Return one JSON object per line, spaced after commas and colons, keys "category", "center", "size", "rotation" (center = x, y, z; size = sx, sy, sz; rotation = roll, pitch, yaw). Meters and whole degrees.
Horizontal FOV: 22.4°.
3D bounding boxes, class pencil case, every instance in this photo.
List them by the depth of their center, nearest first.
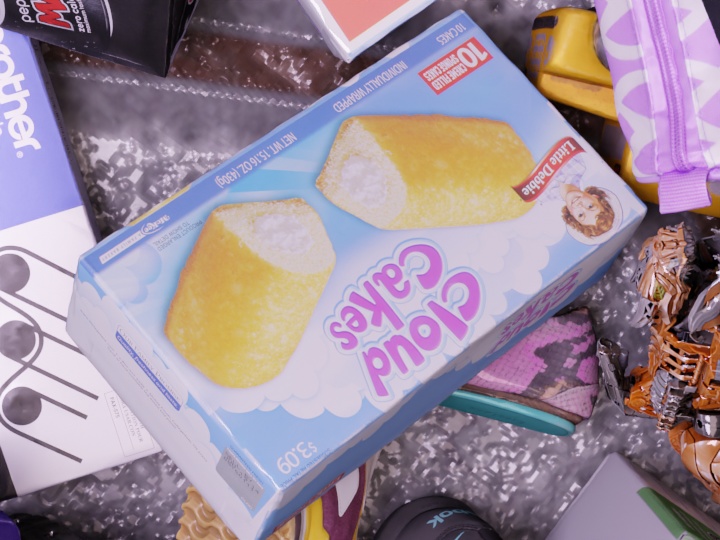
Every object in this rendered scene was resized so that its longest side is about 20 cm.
{"category": "pencil case", "center": [0.121, -0.129, 0.688], "size": [0.084, 0.085, 0.200], "rotation": [-12, 98, 32]}

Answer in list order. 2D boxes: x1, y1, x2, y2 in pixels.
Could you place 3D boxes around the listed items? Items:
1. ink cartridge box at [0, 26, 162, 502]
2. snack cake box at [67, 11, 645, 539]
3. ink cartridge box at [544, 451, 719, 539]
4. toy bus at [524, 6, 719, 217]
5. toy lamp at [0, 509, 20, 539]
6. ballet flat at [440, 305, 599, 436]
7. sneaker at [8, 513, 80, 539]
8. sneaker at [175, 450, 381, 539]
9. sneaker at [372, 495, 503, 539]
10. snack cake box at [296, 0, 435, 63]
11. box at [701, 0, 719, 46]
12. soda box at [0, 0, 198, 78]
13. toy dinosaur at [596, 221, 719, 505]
{"category": "ink cartridge box", "center": [-0.157, -0.006, 0.771], "size": [0.094, 0.044, 0.200], "rotation": [-18, 97, -4]}
{"category": "snack cake box", "center": [0.000, 0.000, 0.711], "size": [0.200, 0.067, 0.115], "rotation": [-36, 76, -28]}
{"category": "ink cartridge box", "center": [0.174, 0.177, 0.762], "size": [0.200, 0.146, 0.084], "rotation": [36, 94, -6]}
{"category": "toy bus", "center": [0.169, -0.060, 0.778], "size": [0.200, 0.065, 0.078], "rotation": [12, 97, -6]}
{"category": "toy lamp", "center": [-0.207, 0.042, 0.725], "size": [0.058, 0.058, 0.200], "rotation": [-41, 62, 1]}
{"category": "ballet flat", "center": [0.007, 0.024, 0.781], "size": [0.200, 0.069, 0.071], "rotation": [9, 77, -9]}
{"category": "sneaker", "center": [-0.126, 0.159, 0.739], "size": [0.200, 0.078, 0.090], "rotation": [8, 109, 34]}
{"category": "sneaker", "center": [-0.044, 0.154, 0.782], "size": [0.075, 0.090, 0.200], "rotation": [38, 121, 26]}
{"category": "sneaker", "center": [0.027, 0.198, 0.771], "size": [0.075, 0.079, 0.200], "rotation": [7, 88, -25]}
{"category": "snack cake box", "center": [0.042, -0.189, 0.754], "size": [0.200, 0.067, 0.115], "rotation": [-34, 99, 0]}
{"category": "box", "center": [0.198, -0.089, 0.670], "size": [0.161, 0.049, 0.200], "rotation": [-37, 109, -41]}
{"category": "soda box", "center": [-0.159, -0.147, 0.723], "size": [0.200, 0.063, 0.071], "rotation": [17, 58, 2]}
{"category": "toy dinosaur", "center": [0.173, 0.050, 0.760], "size": [0.136, 0.200, 0.102], "rotation": [-9, 65, 17]}
